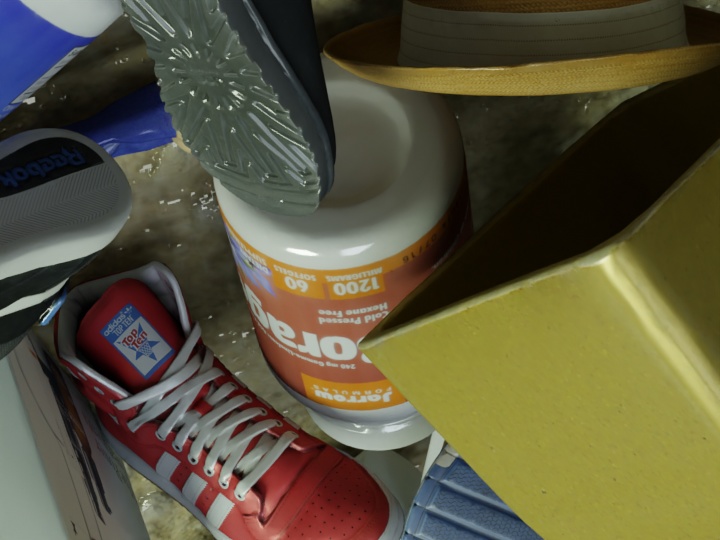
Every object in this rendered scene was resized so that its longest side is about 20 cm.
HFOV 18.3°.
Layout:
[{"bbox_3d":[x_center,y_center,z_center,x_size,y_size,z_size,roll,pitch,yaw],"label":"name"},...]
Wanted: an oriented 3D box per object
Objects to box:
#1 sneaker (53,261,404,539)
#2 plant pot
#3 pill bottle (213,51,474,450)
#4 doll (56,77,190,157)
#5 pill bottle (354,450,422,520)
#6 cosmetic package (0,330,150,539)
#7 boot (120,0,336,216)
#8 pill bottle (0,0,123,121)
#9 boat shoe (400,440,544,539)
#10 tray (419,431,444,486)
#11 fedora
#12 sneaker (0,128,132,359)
[{"bbox_3d":[-0.070,0.067,1.044,0.071,0.199,0.113,-46,138,-22],"label":"sneaker"},{"bbox_3d":[0.161,0.035,0.919,0.195,0.201,0.194,-42,-170,-30],"label":"plant pot"},{"bbox_3d":[0.000,0.000,1.042,0.111,0.113,0.201,-18,146,-4],"label":"pill bottle"},{"bbox_3d":[-0.161,-0.028,0.963,0.199,0.049,0.136,-29,179,-4],"label":"doll"},{"bbox_3d":[-0.040,0.189,1.232,0.200,0.111,0.110,-41,135,20],"label":"pill bottle"},{"bbox_3d":[-0.144,0.109,1.048,0.051,0.152,0.200,-23,150,2],"label":"cosmetic package"},{"bbox_3d":[-0.008,-0.144,0.851,0.201,0.065,0.165,-59,147,-28],"label":"boot"},{"bbox_3d":[-0.158,-0.115,0.861,0.200,0.113,0.112,-38,136,18],"label":"pill bottle"},{"bbox_3d":[0.078,0.082,1.093,0.072,0.072,0.201,27,92,-3],"label":"boat shoe"},{"bbox_3d":[0.126,0.108,1.225,0.199,0.022,0.108,17,82,-29],"label":"tray"},{"bbox_3d":[0.074,-0.126,0.928,0.199,0.201,0.083,-8,105,-16],"label":"fedora"},{"bbox_3d":[-0.185,0.014,0.851,0.199,0.073,0.112,-13,151,-43],"label":"sneaker"}]
